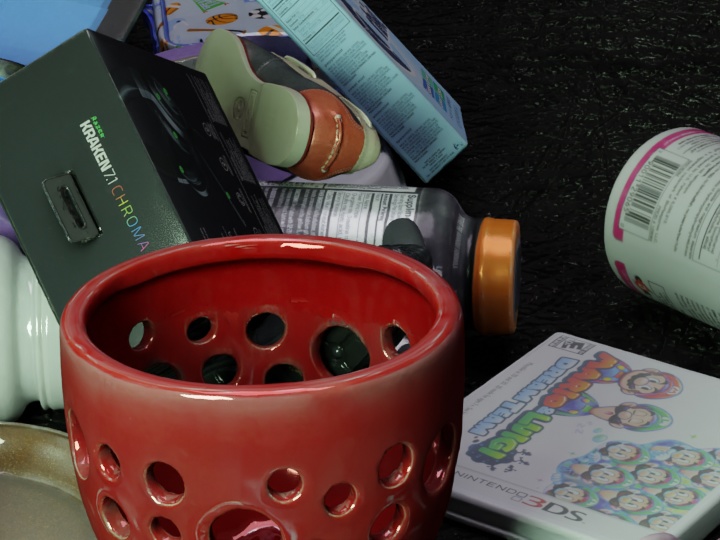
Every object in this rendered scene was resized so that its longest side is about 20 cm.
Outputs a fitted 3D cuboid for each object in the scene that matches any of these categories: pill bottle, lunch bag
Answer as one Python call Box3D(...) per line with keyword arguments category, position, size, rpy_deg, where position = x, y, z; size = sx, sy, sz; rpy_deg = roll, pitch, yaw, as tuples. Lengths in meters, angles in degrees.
Box3D(category="pill bottle", position=(-0.254, 0.037, 1.509), size=(0.198, 0.115, 0.114), rpy_deg=(-1, 24, -3))
Box3D(category="pill bottle", position=(0.000, 0.000, 1.594), size=(0.198, 0.107, 0.106), rpy_deg=(3, 24, 7))
Box3D(category="pill bottle", position=(0.257, -0.009, 1.597), size=(0.113, 0.114, 0.200), rpy_deg=(-19, 30, -35))
Box3D(category="lunch bag", position=(-0.095, -0.189, 2.055), size=(0.159, 0.076, 0.200), rpy_deg=(-5, 25, -5))

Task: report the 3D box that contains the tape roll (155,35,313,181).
Box3D(category="tape roll", position=(-0.125, -0.101, 1.817), size=(0.199, 0.066, 0.200), rpy_deg=(-12, 20, 5))

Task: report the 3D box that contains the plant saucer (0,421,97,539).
Box3D(category="plant saucer", position=(-0.219, 0.140, 1.382), size=(0.199, 0.032, 0.200), rpy_deg=(-1, 25, 1))

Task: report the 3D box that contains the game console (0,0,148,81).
Box3D(category="game console", position=(-0.253, -0.165, 1.573), size=(0.199, 0.119, 0.171), rpy_deg=(11, -6, 16))

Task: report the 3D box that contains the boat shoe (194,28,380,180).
Box3D(category="boat shoe", position=(-0.053, -0.105, 1.653), size=(0.062, 0.072, 0.200), rpy_deg=(7, 14, -27))

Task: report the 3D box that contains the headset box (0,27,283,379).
Box3D(category="headset box", position=(-0.122, -0.030, 1.459), size=(0.092, 0.175, 0.200), rpy_deg=(-29, -10, 13))

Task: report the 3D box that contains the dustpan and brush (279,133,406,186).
Box3D(category="dustpan and brush", position=(-0.019, -0.028, 1.736), size=(0.139, 0.058, 0.200), rpy_deg=(-19, 21, -10))

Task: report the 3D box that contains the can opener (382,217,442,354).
Box3D(category="can opener", position=(0.013, 0.049, 1.452), size=(0.053, 0.067, 0.201), rpy_deg=(-5, 38, 10))

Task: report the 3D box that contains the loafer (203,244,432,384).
Box3D(category="loafer", position=(-0.030, 0.051, 1.421), size=(0.068, 0.200, 0.070), rpy_deg=(52, 38, 5))

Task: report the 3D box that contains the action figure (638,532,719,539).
Box3D(category="action figure", position=(0.085, 0.162, 1.200), size=(0.198, 0.135, 0.149), rpy_deg=(-2, 23, -10))

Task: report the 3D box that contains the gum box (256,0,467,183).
Box3D(category="gum box", position=(-0.007, -0.162, 1.833), size=(0.045, 0.200, 0.170), rpy_deg=(-41, 9, 9))

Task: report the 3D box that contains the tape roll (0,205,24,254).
Box3D(category="tape roll", position=(-0.300, -0.038, 1.576), size=(0.199, 0.200, 0.066), rpy_deg=(-2, 68, -3))

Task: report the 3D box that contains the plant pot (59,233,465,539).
Box3D(category="plant pot", position=(-0.047, 0.098, 1.284), size=(0.199, 0.184, 0.201), rpy_deg=(-1, 25, 0))

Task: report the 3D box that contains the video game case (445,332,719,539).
Box3D(category="video game case", position=(0.136, 0.102, 1.462), size=(0.181, 0.024, 0.200), rpy_deg=(16, 30, 33))
